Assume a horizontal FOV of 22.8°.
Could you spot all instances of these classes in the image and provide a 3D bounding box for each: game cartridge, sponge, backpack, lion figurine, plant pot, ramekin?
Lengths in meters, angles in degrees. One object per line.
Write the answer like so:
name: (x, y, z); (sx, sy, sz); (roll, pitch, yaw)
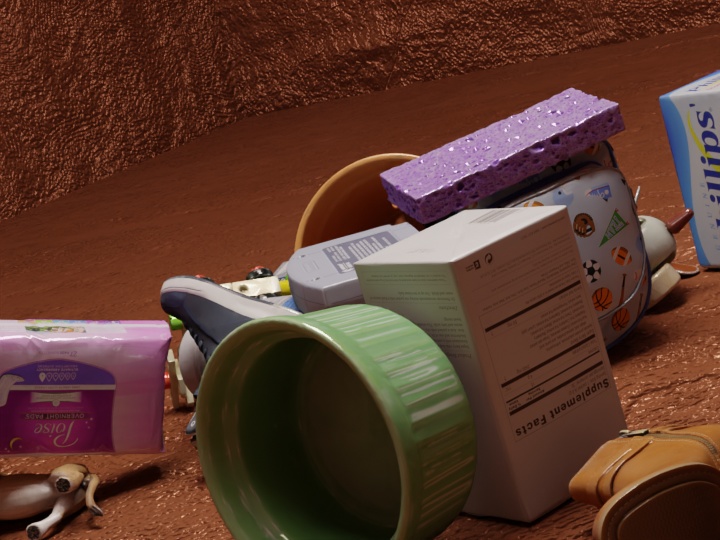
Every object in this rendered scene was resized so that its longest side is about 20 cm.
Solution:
game cartridge: (0.000, 0.000, 1.629); (0.132, 0.041, 0.200); (-12, 12, -6)
sponge: (0.123, -0.103, 1.571); (0.199, 0.030, 0.112); (-24, 19, -8)
backpack: (0.175, -0.012, 1.610); (0.199, 0.191, 0.154); (-23, 18, -7)
lion figurine: (-0.304, 0.202, 1.616); (0.199, 0.073, 0.122); (2, 9, 16)
plant pot: (0.048, -0.010, 1.803); (0.199, 0.201, 0.140); (-13, -9, 15)
ramekin: (-0.013, 0.120, 1.255); (0.199, 0.201, 0.097); (-6, 8, 43)

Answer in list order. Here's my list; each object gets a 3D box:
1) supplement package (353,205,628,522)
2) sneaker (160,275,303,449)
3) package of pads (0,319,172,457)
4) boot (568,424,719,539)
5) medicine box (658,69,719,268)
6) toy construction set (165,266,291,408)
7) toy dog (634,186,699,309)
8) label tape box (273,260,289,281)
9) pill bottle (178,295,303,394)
supplement package: (0.100, 0.066, 1.314); (0.119, 0.201, 0.121); (-25, 15, -34)
sneaker: (-0.137, 0.090, 1.631); (0.202, 0.147, 0.077); (16, -12, 44)
package of pads: (-0.271, 0.107, 1.614); (0.199, 0.121, 0.076); (0, 12, -18)
boot: (0.185, 0.146, 1.153); (0.199, 0.074, 0.154); (-10, 7, -36)
medicine box: (0.408, -0.102, 1.714); (0.103, 0.183, 0.200); (-24, 13, -33)
toy construction set: (-0.125, 0.063, 1.859); (0.199, 0.131, 0.092); (-21, 56, -19)
toy dog: (0.285, -0.034, 1.763); (0.096, 0.132, 0.200); (-37, 19, 8)
label tape box: (-0.006, 0.013, 2.055); (0.199, 0.064, 0.144); (-14, 12, 14)
pill bottle: (-0.076, 0.081, 1.716); (0.199, 0.113, 0.112); (-8, 14, 40)
